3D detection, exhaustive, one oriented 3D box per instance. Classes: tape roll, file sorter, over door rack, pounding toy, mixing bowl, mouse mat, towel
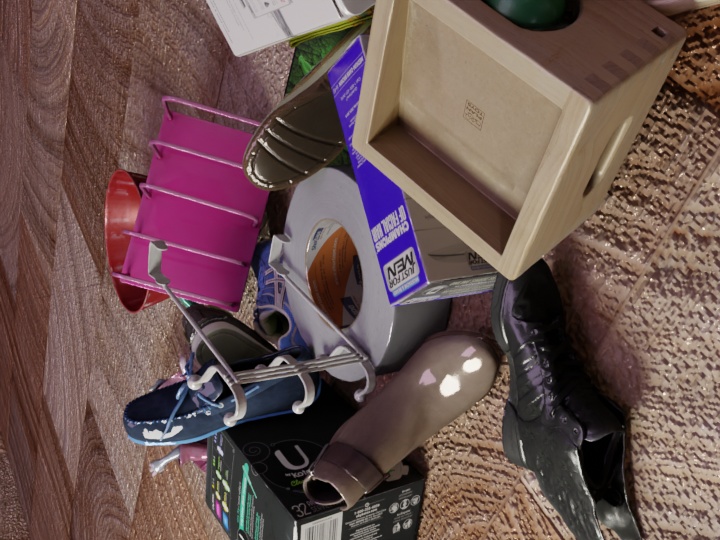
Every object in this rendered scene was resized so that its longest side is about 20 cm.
[{"bbox_3d":[0.000,0.000,0.825,0.199,0.066,0.203,18,112,54],"label":"tape roll"},{"bbox_3d":[-0.174,-0.069,0.938,0.125,0.137,0.203,163,122,-83],"label":"file sorter"},{"bbox_3d":[-0.094,0.054,0.793,0.201,0.146,0.067,53,133,35],"label":"over door rack"},{"bbox_3d":[0.117,-0.127,0.545,0.184,0.142,0.201,42,147,21],"label":"pounding toy"},{"bbox_3d":[-0.284,-0.046,1.236,0.199,0.107,0.203,19,112,55],"label":"mixing bowl"},{"bbox_3d":[-0.027,-0.180,0.895,0.200,0.007,0.162,52,137,39],"label":"mouse mat"},{"bbox_3d":[0.008,-0.231,0.760,0.199,0.086,0.018,11,133,59],"label":"towel"}]

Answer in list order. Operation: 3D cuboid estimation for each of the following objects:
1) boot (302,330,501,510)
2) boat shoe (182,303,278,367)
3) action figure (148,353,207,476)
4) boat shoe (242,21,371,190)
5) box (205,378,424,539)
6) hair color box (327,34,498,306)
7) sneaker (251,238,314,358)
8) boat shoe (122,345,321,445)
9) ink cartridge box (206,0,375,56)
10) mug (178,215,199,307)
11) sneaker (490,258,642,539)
[{"bbox_3d":[0.028,0.135,0.729,0.070,0.146,0.200,45,150,5],"label":"boot"},{"bbox_3d":[-0.125,0.101,0.967,0.061,0.072,0.201,46,176,42],"label":"boat shoe"},{"bbox_3d":[-0.219,0.242,1.232,0.199,0.134,0.149,36,83,35],"label":"action figure"},{"bbox_3d":[-0.031,-0.156,0.797,0.200,0.072,0.076,-41,31,8],"label":"boat shoe"},{"bbox_3d":[-0.054,0.222,0.880,0.200,0.147,0.126,35,127,50],"label":"box"},{"bbox_3d":[0.054,-0.081,0.687,0.065,0.108,0.202,-36,65,54],"label":"hair color box"},{"bbox_3d":[-0.086,0.028,0.963,0.200,0.076,0.076,50,137,46],"label":"sneaker"},{"bbox_3d":[-0.141,0.112,0.864,0.084,0.198,0.069,-120,17,-51],"label":"boat shoe"},{"bbox_3d":[-0.030,-0.263,0.739,0.199,0.146,0.083,7,130,57],"label":"ink cartridge box"},{"bbox_3d":[-0.204,-0.044,1.070,0.152,0.113,0.187,133,131,-65],"label":"mug"},{"bbox_3d":[0.149,0.092,0.619,0.104,0.059,0.203,18,116,57],"label":"sneaker"}]
